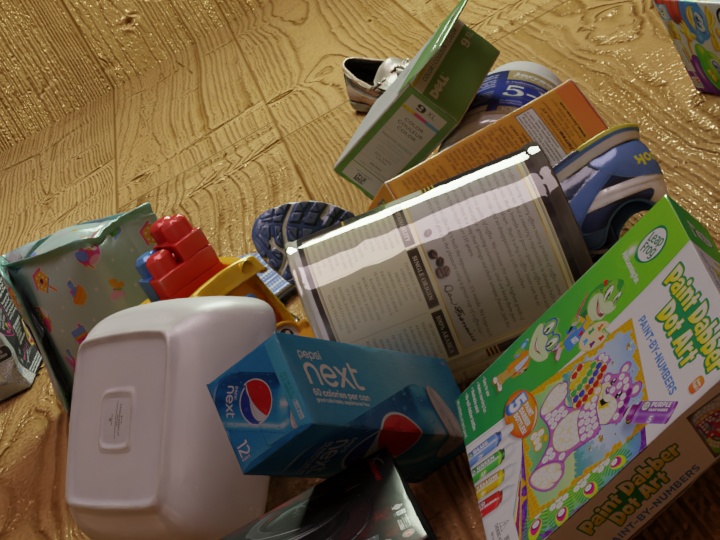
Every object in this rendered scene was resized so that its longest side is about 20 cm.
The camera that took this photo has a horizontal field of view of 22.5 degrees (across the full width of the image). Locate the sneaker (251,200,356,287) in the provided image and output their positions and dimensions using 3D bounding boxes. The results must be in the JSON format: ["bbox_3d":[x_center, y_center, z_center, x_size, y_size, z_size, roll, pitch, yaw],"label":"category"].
[{"bbox_3d":[0.000,0.000,1.496,0.085,0.200,0.077,161,126,-72],"label":"sneaker"}]

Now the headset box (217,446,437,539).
[{"bbox_3d":[-0.043,0.208,1.100,0.200,0.077,0.149,-28,17,0],"label":"headset box"}]

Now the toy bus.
[{"bbox_3d":[-0.106,0.045,1.460,0.136,0.192,0.200,-35,17,-23],"label":"toy bus"}]

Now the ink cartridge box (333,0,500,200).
[{"bbox_3d":[0.060,-0.152,1.578,0.200,0.059,0.104,-47,10,50],"label":"ink cartridge box"}]

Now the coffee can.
[{"bbox_3d":[0.063,0.010,1.327,0.200,0.147,0.146,-22,18,2],"label":"coffee can"}]

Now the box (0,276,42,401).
[{"bbox_3d":[-0.465,0.101,2.003,0.200,0.115,0.132,-27,17,10],"label":"box"}]

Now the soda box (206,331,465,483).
[{"bbox_3d":[-0.006,0.093,1.183,0.064,0.068,0.200,-37,-26,26],"label":"soda box"}]

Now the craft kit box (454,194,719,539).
[{"bbox_3d":[0.147,0.075,1.074,0.197,0.048,0.200,-43,23,16],"label":"craft kit box"}]

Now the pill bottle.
[{"bbox_3d":[0.137,-0.116,1.642,0.119,0.120,0.200,-23,19,20],"label":"pill bottle"}]

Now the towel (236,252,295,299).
[{"bbox_3d":[-0.124,0.022,1.848,0.200,0.024,0.145,-6,27,50],"label":"towel"}]

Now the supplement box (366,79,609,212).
[{"bbox_3d":[0.104,-0.077,1.465,0.200,0.069,0.067,-32,-10,-25],"label":"supplement box"}]

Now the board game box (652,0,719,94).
[{"bbox_3d":[0.361,-0.219,1.600,0.103,0.105,0.200,-33,17,-9],"label":"board game box"}]

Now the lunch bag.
[{"bbox_3d":[-0.261,0.042,1.749,0.200,0.171,0.122,-14,16,42],"label":"lunch bag"}]

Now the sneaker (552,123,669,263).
[{"bbox_3d":[0.156,-0.030,1.430,0.200,0.082,0.074,-37,-11,10],"label":"sneaker"}]

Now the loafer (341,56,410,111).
[{"bbox_3d":[0.031,-0.233,2.229,0.072,0.063,0.200,-36,18,-21],"label":"loafer"}]

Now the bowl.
[{"bbox_3d":[-0.151,0.115,1.337,0.075,0.201,0.199,10,-10,-38],"label":"bowl"}]
